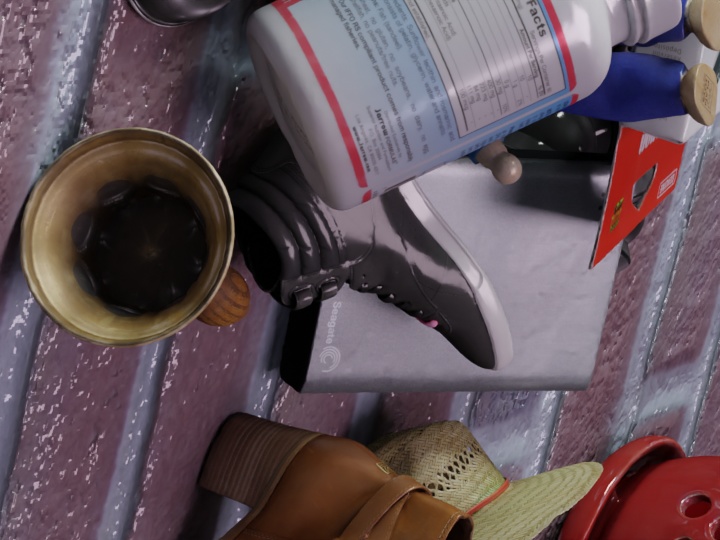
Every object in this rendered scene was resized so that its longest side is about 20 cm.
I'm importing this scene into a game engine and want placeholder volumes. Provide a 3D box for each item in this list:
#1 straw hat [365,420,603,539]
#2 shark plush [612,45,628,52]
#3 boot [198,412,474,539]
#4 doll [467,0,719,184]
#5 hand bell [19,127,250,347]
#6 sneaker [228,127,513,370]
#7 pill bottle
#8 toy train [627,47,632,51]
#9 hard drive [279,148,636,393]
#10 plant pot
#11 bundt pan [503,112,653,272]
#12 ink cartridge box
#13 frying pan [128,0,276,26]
[{"bbox_3d":[0.037,0.134,1.740,0.201,0.201,0.085,-37,98,-45],"label":"straw hat"},{"bbox_3d":[0.210,-0.224,1.834,0.083,0.091,0.200,-83,-178,-77],"label":"shark plush"},{"bbox_3d":[-0.028,0.189,1.592,0.077,0.155,0.200,17,94,-63],"label":"boot"},{"bbox_3d":[0.089,-0.112,1.548,0.048,0.200,0.137,18,78,-65],"label":"doll"},{"bbox_3d":[-0.089,0.001,1.459,0.104,0.104,0.200,-66,165,-5],"label":"hand bell"},{"bbox_3d":[0.000,0.000,1.557,0.099,0.071,0.200,-43,120,-11],"label":"sneaker"},{"bbox_3d":[0.052,-0.117,1.456,0.200,0.109,0.109,-25,140,-8],"label":"pill bottle"},{"bbox_3d":[0.181,-0.109,1.848,0.200,0.034,0.046,89,-4,-59],"label":"toy train"},{"bbox_3d":[0.055,0.000,1.655,0.200,0.033,0.140,1,109,-33],"label":"hard drive"},{"bbox_3d":[0.239,0.220,2.061,0.200,0.182,0.201,-41,142,-42],"label":"plant pot"},{"bbox_3d":[0.114,-0.039,1.775,0.202,0.076,0.202,-40,142,-41],"label":"bundt pan"},{"bbox_3d":[0.188,-0.100,1.658,0.200,0.043,0.174,-37,139,-65],"label":"ink cartridge box"},{"bbox_3d":[-0.066,-0.147,1.435,0.115,0.031,0.190,-52,145,-26],"label":"frying pan"}]
